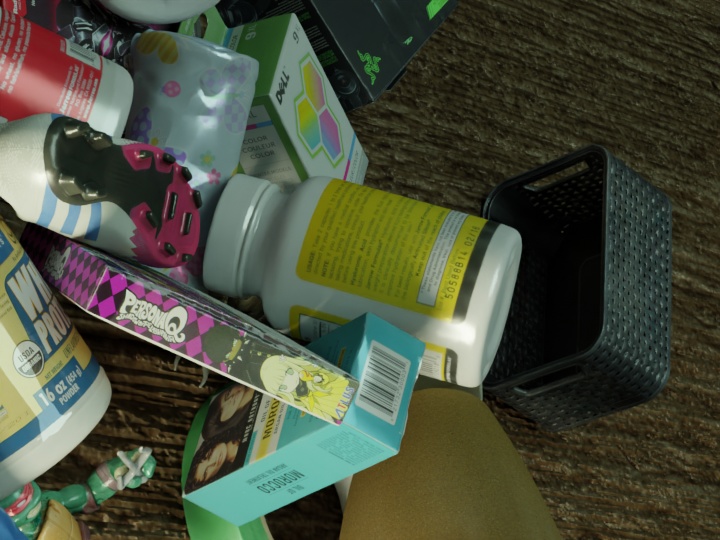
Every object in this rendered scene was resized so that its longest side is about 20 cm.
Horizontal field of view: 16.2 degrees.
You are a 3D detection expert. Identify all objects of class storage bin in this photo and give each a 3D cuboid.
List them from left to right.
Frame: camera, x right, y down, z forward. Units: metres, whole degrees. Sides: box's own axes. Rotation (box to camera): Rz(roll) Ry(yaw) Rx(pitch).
[{"bbox_3d":[0.176,0.015,2.080,0.094,0.135,0.201,32,50,-38],"label":"storage bin"}]

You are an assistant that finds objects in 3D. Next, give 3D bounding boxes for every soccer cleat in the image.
[{"bbox_3d":[-0.168,-0.052,1.545,0.200,0.086,0.070,34,60,-61],"label":"soccer cleat"}]

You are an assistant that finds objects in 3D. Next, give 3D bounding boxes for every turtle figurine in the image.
[{"bbox_3d":[-0.178,0.177,1.579,0.200,0.100,0.150,58,46,-44],"label":"turtle figurine"}]

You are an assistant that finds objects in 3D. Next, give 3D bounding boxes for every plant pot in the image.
[{"bbox_3d":[0.061,0.189,1.757,0.186,0.186,0.201,33,37,-38],"label":"plant pot"}]

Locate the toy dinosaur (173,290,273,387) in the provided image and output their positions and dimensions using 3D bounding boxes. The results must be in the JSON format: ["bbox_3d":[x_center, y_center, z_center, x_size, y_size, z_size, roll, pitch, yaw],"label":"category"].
[{"bbox_3d":[-0.077,0.010,1.819,0.077,0.102,0.200,43,19,12],"label":"toy dinosaur"}]

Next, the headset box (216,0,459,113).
[{"bbox_3d":[-0.032,-0.227,1.975,0.201,0.092,0.174,58,38,-15],"label":"headset box"}]

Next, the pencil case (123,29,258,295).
[{"bbox_3d":[-0.131,-0.063,1.720,0.090,0.083,0.202,12,89,-22],"label":"pencil case"}]

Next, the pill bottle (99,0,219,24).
[{"bbox_3d":[-0.153,-0.275,1.787,0.116,0.116,0.201,34,25,-37],"label":"pill bottle"}]

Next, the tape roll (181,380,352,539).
[{"bbox_3d":[-0.042,0.167,1.805,0.200,0.048,0.202,27,53,-42],"label":"tape roll"}]

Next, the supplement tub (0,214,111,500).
[{"bbox_3d":[-0.258,0.034,1.518,0.201,0.144,0.145,58,38,-14],"label":"supplement tub"}]

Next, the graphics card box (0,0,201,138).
[{"bbox_3d":[-0.191,-0.142,1.769,0.199,0.051,0.127,17,60,-48],"label":"graphics card box"}]

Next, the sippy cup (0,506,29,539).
[{"bbox_3d":[-0.258,0.189,1.454,0.177,0.130,0.141,8,67,-50],"label":"sippy cup"}]

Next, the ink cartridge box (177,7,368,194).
[{"bbox_3d":[-0.064,-0.118,1.857,0.104,0.059,0.201,-76,147,-49],"label":"ink cartridge box"}]

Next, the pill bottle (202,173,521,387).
[{"bbox_3d":[0.000,0.000,1.690,0.111,0.198,0.112,16,90,-81],"label":"pill bottle"}]

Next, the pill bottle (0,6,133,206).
[{"bbox_3d":[-0.254,-0.118,1.598,0.199,0.112,0.113,25,52,-19],"label":"pill bottle"}]

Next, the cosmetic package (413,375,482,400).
[{"bbox_3d":[0.036,0.037,1.840,0.200,0.103,0.074,76,10,-68],"label":"cosmetic package"}]

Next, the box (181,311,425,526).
[{"bbox_3d":[-0.039,0.099,1.644,0.049,0.200,0.083,29,57,-22],"label":"box"}]

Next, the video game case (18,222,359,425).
[{"bbox_3d":[-0.113,0.029,1.581,0.180,0.200,0.036,26,90,-23],"label":"video game case"}]
